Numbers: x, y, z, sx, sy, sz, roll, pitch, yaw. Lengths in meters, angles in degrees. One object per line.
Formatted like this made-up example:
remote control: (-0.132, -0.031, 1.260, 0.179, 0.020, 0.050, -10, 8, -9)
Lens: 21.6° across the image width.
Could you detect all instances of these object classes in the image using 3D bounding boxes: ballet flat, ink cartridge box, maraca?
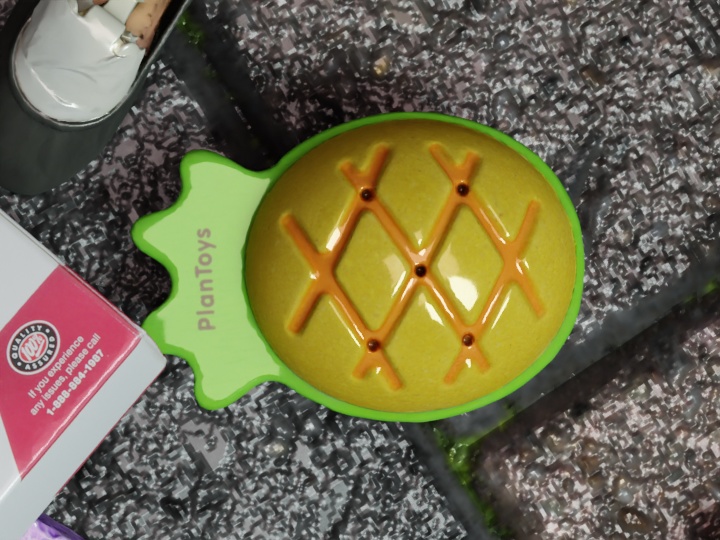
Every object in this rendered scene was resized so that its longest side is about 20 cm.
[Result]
ballet flat: (-0.108, -0.124, 0.833, 0.068, 0.068, 0.200, 32, 85, -9)
ink cartridge box: (-0.205, 0.024, 0.788, 0.200, 0.083, 0.145, 39, 84, 8)
maraca: (0.000, 0.000, 0.833, 0.199, 0.107, 0.137, -4, 89, -4)

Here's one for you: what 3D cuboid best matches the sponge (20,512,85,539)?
sponge: (-0.196, 0.193, 0.839, 0.111, 0.030, 0.200, 35, 85, -8)
